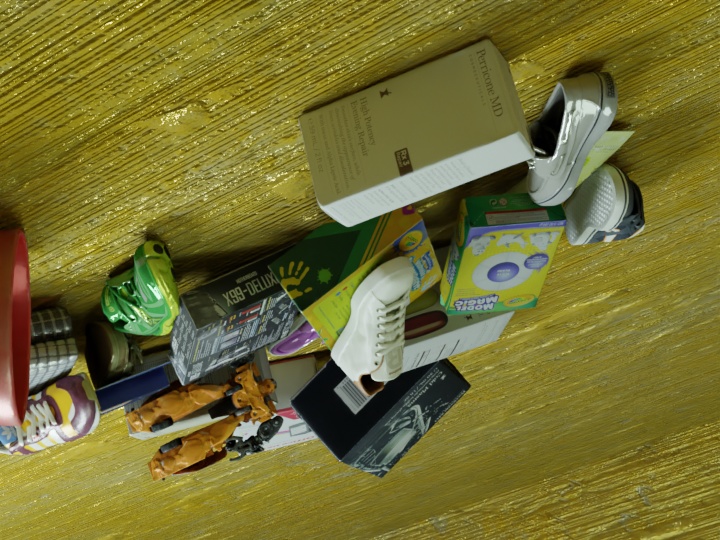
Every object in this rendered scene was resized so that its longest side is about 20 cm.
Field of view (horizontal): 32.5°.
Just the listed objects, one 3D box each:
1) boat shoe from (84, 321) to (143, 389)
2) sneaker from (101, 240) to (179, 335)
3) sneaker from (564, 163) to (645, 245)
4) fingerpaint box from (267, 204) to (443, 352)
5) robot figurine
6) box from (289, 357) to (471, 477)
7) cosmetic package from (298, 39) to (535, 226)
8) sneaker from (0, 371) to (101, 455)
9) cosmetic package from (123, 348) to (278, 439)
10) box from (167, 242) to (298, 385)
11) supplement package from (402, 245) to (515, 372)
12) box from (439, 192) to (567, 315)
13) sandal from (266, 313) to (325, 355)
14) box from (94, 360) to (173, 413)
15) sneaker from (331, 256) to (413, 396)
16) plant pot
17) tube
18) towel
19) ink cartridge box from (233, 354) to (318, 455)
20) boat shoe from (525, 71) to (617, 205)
[{"bbox_3d":[-0.308,0.101,1.553,0.062,0.074,0.200,-15,172,-19],"label":"boat shoe"},{"bbox_3d":[-0.250,0.032,1.394,0.083,0.075,0.200,-9,158,-16],"label":"sneaker"},{"bbox_3d":[0.299,-0.081,1.454,0.078,0.079,0.200,-8,172,-6],"label":"sneaker"},{"bbox_3d":[0.000,0.000,1.405,0.166,0.074,0.200,-37,159,-2],"label":"fingerpaint box"},{"bbox_3d":[-0.198,0.187,1.607,0.198,0.146,0.058,-25,177,3],"label":"robot figurine"},{"bbox_3d":[0.033,0.178,1.782,0.200,0.124,0.197,-45,157,2],"label":"box"},{"bbox_3d":[0.051,-0.125,1.149,0.198,0.103,0.074,-22,159,17],"label":"cosmetic package"},{"bbox_3d":[-0.383,0.181,1.472,0.090,0.076,0.199,-16,168,-41],"label":"sneaker"},{"bbox_3d":[-0.222,0.155,1.681,0.197,0.105,0.073,-14,166,2],"label":"cosmetic package"},{"bbox_3d":[-0.149,0.057,1.497,0.156,0.050,0.200,-25,164,-21],"label":"box"},{"bbox_3d":[0.076,0.053,1.566,0.198,0.115,0.110,-18,160,-14],"label":"supplement package"},{"bbox_3d":[0.160,-0.010,1.434,0.116,0.049,0.201,-5,147,-9],"label":"box"},{"bbox_3d":[-0.050,0.078,1.675,0.082,0.050,0.202,2,152,-41],"label":"sandal"},{"bbox_3d":[-0.325,0.165,1.563,0.120,0.033,0.199,-20,176,-41],"label":"box"},{"bbox_3d":[0.031,0.066,1.371,0.072,0.085,0.201,-22,152,-30],"label":"sneaker"},{"bbox_3d":[-0.420,0.058,1.212,0.175,0.203,0.201,-1,157,-10],"label":"plant pot"},{"bbox_3d":[0.218,-0.101,1.397,0.052,0.058,0.200,38,131,-13],"label":"tube"},{"bbox_3d":[-0.433,0.111,1.466,0.164,0.087,0.200,-12,166,-28],"label":"towel"},{"bbox_3d":[-0.133,0.211,1.916,0.146,0.087,0.200,-12,157,-7],"label":"ink cartridge box"},{"bbox_3d":[0.200,-0.131,1.274,0.065,0.073,0.200,-3,156,-15],"label":"boat shoe"}]
